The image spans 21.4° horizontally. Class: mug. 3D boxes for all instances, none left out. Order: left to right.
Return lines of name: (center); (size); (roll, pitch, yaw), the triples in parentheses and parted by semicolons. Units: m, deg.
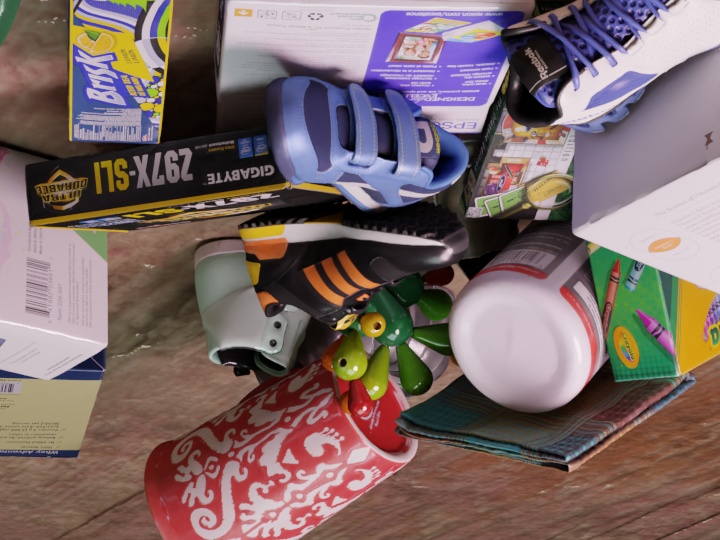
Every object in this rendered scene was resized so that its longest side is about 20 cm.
mug: (-0.067, 0.138, 1.573); (0.200, 0.178, 0.133); (-34, 143, 27)

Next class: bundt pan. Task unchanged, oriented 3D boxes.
bundt pan: (-0.009, 0.072, 1.711); (0.201, 0.076, 0.202); (-4, 155, -2)

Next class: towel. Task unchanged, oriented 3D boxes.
towel: (0.137, 0.099, 1.454); (0.146, 0.022, 0.200); (-31, -158, -31)

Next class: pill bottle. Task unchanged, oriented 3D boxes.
pill bottle: (0.160, 0.014, 1.461); (0.116, 0.116, 0.200); (-28, -172, 41)

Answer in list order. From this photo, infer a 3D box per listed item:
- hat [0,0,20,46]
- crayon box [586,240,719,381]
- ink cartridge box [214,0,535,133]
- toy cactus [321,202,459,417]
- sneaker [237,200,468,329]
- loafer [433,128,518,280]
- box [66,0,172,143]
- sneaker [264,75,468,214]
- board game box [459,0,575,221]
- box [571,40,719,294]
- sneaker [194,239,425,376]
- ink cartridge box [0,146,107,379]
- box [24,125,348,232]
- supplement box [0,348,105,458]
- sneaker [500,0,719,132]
hat: (-0.328, -0.191, 1.174); (0.200, 0.176, 0.166); (-49, 141, 4)
crayon box: (0.249, 0.001, 1.435); (0.058, 0.119, 0.200); (-8, -172, 37)
ink cartridge box: (0.001, -0.149, 1.274); (0.197, 0.044, 0.200); (0, 159, -7)
toy cactus: (0.020, 0.022, 1.489); (0.102, 0.166, 0.200); (-23, -175, 39)
sneaker: (0.000, 0.000, 1.394); (0.199, 0.091, 0.070); (3, -161, 37)
loafer: (0.096, -0.046, 1.480); (0.075, 0.070, 0.200); (-8, 155, 9)
box: (-0.154, -0.159, 1.203); (0.064, 0.070, 0.200); (0, 155, -10)
sneaker: (0.003, -0.090, 1.275); (0.082, 0.074, 0.200); (-8, 170, 27)
board game box: (0.144, -0.109, 1.354); (0.104, 0.024, 0.200); (-1, 140, -15)
box: (0.267, -0.066, 1.296); (0.199, 0.107, 0.152); (21, 150, -30)
sneaker: (-0.035, 0.033, 1.573); (0.199, 0.119, 0.074); (-5, 153, -1)
ink cartridge box: (-0.291, -0.016, 1.398); (0.199, 0.146, 0.087); (16, 150, -38)
box: (-0.116, -0.063, 1.359); (0.199, 0.050, 0.160); (-7, 176, 18)
supplement box: (-0.318, 0.057, 1.561); (0.199, 0.135, 0.200); (3, 154, -14)
sneaker: (0.157, -0.146, 1.192); (0.115, 0.081, 0.199); (-20, 160, -47)
